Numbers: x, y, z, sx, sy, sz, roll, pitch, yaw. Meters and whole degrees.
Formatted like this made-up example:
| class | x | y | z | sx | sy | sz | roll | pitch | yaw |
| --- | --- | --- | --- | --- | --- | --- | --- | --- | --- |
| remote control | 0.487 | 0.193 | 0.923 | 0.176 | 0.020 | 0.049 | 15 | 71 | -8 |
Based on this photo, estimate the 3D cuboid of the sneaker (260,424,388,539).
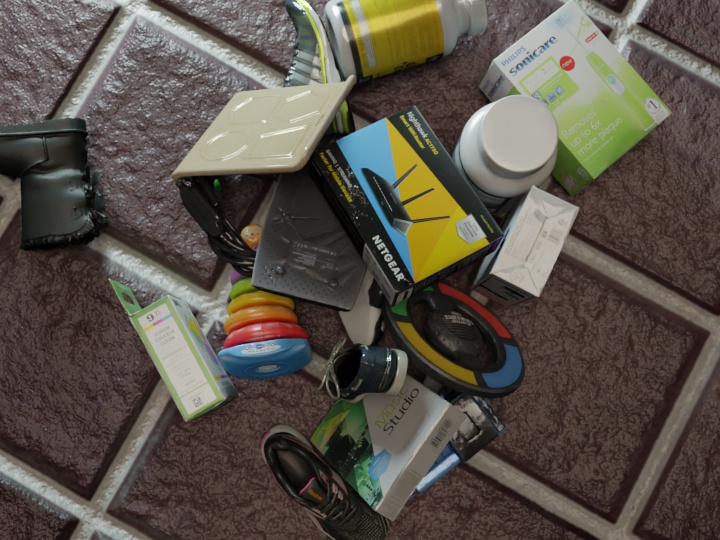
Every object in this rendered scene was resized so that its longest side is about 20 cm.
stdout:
| class | x | y | z | sx | sy | sz | roll | pitch | yaw |
| --- | --- | --- | --- | --- | --- | --- | --- | --- | --- |
| sneaker | -0.053 | 0.281 | 1.003 | 0.200 | 0.086 | 0.080 | 38 | 86 | 3 |

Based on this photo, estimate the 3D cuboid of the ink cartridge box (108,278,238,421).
| class | x | y | z | sx | sy | sz | roll | pitch | yaw |
| --- | --- | --- | --- | --- | --- | --- | --- | --- | --- |
| ink cartridge box | -0.234 | 0.089 | 1.013 | 0.059 | 0.104 | 0.201 | -30 | 85 | -4 |

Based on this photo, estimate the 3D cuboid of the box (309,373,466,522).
| class | x | y | z | sx | sy | sz | roll | pitch | yaw |
| --- | --- | --- | --- | --- | --- | --- | --- | --- | --- |
| box | 0.026 | 0.191 | 0.963 | 0.036 | 0.200 | 0.145 | 39 | 84 | -26 |

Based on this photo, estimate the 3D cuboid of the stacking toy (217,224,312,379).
| class | x | y | z | sx | sy | sz | roll | pitch | yaw |
| --- | --- | --- | --- | --- | --- | --- | --- | --- | --- |
| stacking toy | -0.130 | 0.030 | 1.034 | 0.115 | 0.110 | 0.201 | -7 | 69 | -2 |

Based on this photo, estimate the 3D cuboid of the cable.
| class | x | y | z | sx | sy | sz | roll | pitch | yaw |
| --- | --- | --- | --- | --- | --- | --- | --- | --- | --- |
| cable | -0.132 | -0.078 | 1.030 | 0.200 | 0.051 | 0.163 | 48 | 50 | 9 |

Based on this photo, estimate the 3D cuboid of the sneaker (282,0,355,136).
| class | x | y | z | sx | sy | sz | roll | pitch | yaw |
| --- | --- | --- | --- | --- | --- | --- | --- | --- | --- |
| sneaker | -0.072 | -0.271 | 1.072 | 0.081 | 0.074 | 0.201 | -18 | 82 | 2 |

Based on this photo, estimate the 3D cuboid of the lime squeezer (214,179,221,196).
| class | x | y | z | sx | sy | sz | roll | pitch | yaw |
| --- | --- | --- | --- | --- | --- | --- | --- | --- | --- |
| lime squeezer | -0.185 | -0.124 | 1.077 | 0.070 | 0.038 | 0.201 | 16 | 82 | -30 |

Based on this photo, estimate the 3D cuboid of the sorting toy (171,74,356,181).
| class | x | y | z | sx | sy | sz | roll | pitch | yaw |
| --- | --- | --- | --- | --- | --- | --- | --- | --- | --- |
| sorting toy | -0.115 | -0.170 | 0.989 | 0.199 | 0.037 | 0.186 | -3 | 41 | 27 |

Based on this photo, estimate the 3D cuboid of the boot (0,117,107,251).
| class | x | y | z | sx | sy | sz | roll | pitch | yaw |
| --- | --- | --- | --- | --- | --- | --- | --- | --- | --- |
| boot | -0.436 | -0.107 | 1.051 | 0.197 | 0.073 | 0.164 | -8 | 87 | -2 |

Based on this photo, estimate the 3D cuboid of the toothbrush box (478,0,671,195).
| class | x | y | z | sx | sy | sz | roll | pitch | yaw |
| --- | --- | --- | --- | --- | --- | --- | --- | --- | --- |
| toothbrush box | 0.280 | -0.226 | 1.056 | 0.145 | 0.086 | 0.200 | -38 | 84 | -11 |

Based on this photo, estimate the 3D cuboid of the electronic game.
| class | x | y | z | sx | sy | sz | roll | pitch | yaw |
| --- | --- | --- | --- | --- | --- | --- | --- | --- | --- |
| electronic game | 0.115 | 0.078 | 0.985 | 0.199 | 0.200 | 0.042 | 32 | 120 | 3 |

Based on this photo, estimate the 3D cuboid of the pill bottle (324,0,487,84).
| class | x | y | z | sx | sy | sz | roll | pitch | yaw |
| --- | --- | --- | --- | --- | --- | --- | --- | --- | --- |
| pill bottle | 0.060 | -0.326 | 1.057 | 0.199 | 0.112 | 0.113 | -17 | 84 | -2 |

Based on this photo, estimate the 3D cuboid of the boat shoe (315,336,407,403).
| class | x | y | z | sx | sy | sz | roll | pitch | yaw |
| --- | --- | --- | --- | --- | --- | --- | --- | --- | --- |
| boat shoe | -0.009 | 0.122 | 0.962 | 0.062 | 0.200 | 0.075 | 18 | 80 | -18 |

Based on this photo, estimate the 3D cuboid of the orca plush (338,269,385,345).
| class | x | y | z | sx | sy | sz | roll | pitch | yaw |
| --- | --- | --- | --- | --- | --- | --- | --- | --- | --- |
| orca plush | 0.000 | 0.000 | 1.059 | 0.105 | 0.071 | 0.201 | -33 | 77 | 41 |

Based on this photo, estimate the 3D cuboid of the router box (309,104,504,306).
| class | x | y | z | sx | sy | sz | roll | pitch | yaw |
| --- | --- | --- | --- | --- | --- | --- | --- | --- | --- |
| router box | 0.050 | -0.079 | 0.938 | 0.149 | 0.051 | 0.201 | -27 | 72 | -15 |

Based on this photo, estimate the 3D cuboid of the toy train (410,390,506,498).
| class | x | y | z | sx | sy | sz | roll | pitch | yaw |
| --- | --- | --- | --- | --- | --- | --- | --- | --- | --- |
| toy train | 0.085 | 0.219 | 0.997 | 0.200 | 0.114 | 0.087 | -37 | 85 | -5 |

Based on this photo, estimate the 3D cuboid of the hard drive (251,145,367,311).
| class | x | y | z | sx | sy | sz | roll | pitch | yaw |
| --- | --- | --- | --- | --- | --- | --- | --- | --- | --- |
| hard drive | -0.047 | -0.052 | 0.971 | 0.134 | 0.042 | 0.201 | 14 | 68 | 1 |

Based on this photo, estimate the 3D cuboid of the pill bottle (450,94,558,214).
| class | x | y | z | sx | sy | sz | roll | pitch | yaw |
| --- | --- | --- | --- | --- | --- | --- | --- | --- | --- |
| pill bottle | 0.178 | -0.144 | 0.994 | 0.119 | 0.200 | 0.120 | 0 | 84 | -1 |

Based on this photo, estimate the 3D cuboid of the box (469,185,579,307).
| class | x | y | z | sx | sy | sz | roll | pitch | yaw |
| --- | --- | --- | --- | --- | --- | --- | --- | --- | --- |
| box | 0.195 | -0.022 | 0.982 | 0.060 | 0.200 | 0.117 | 26 | 86 | 4 |
